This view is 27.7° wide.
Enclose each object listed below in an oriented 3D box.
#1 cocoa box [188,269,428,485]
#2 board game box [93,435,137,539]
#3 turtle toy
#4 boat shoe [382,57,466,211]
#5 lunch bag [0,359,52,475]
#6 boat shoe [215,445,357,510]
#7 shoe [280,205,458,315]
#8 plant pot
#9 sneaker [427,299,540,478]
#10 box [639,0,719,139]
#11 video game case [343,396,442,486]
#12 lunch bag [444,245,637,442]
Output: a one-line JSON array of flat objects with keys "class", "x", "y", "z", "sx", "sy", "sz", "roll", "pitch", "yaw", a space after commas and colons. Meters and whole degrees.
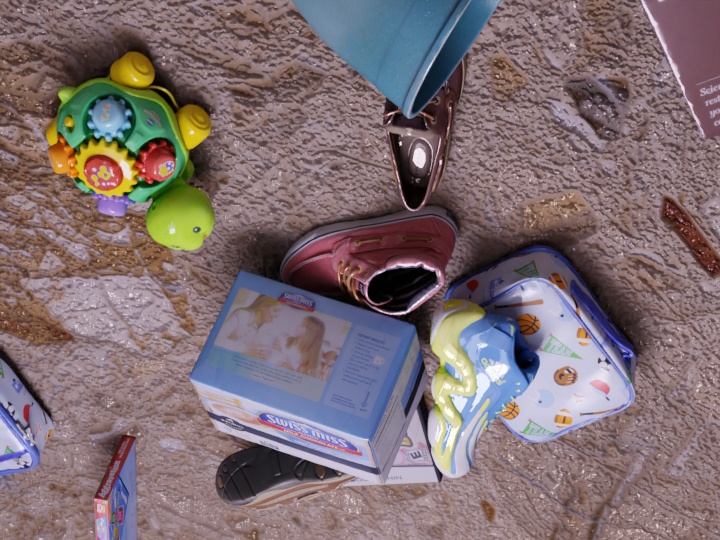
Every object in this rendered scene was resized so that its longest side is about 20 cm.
[{"class": "cocoa box", "x": -0.049, "y": 0.108, "z": 1.469, "sx": 0.198, "sy": 0.134, "sz": 0.132, "roll": 17, "pitch": 156, "yaw": 17}, {"class": "board game box", "x": -0.292, "y": 0.306, "z": 1.749, "sx": 0.019, "sy": 0.103, "sz": 0.201, "roll": 10, "pitch": 129, "yaw": 5}, {"class": "turtle toy", "x": -0.218, "y": -0.104, "z": 1.412, "sx": 0.200, "sy": 0.102, "sz": 0.145, "roll": 42, "pitch": 125, "yaw": -19}, {"class": "boat shoe", "x": 0.054, "y": -0.145, "z": 1.332, "sx": 0.071, "sy": 0.072, "sz": 0.201, "roll": 9, "pitch": 128, "yaw": 6}, {"class": "lunch bag", "x": -0.465, "y": 0.182, "z": 1.705, "sx": 0.198, "sy": 0.076, "sz": 0.161, "roll": -12, "pitch": 126, "yaw": 23}, {"class": "boat shoe", "x": -0.061, "y": 0.217, "z": 1.620, "sx": 0.198, "sy": 0.076, "sz": 0.074, "roll": -15, "pitch": 150, "yaw": 14}, {"class": "shoe", "x": 0.000, "y": 0.000, "z": 1.447, "sx": 0.198, "sy": 0.091, "sz": 0.072, "roll": -15, "pitch": 123, "yaw": 24}, {"class": "plant pot", "x": 0.019, "y": -0.259, "z": 1.185, "sx": 0.187, "sy": 0.200, "sz": 0.201, "roll": 34, "pitch": 129, "yaw": 4}, {"class": "sneaker", "x": 0.122, "y": 0.125, "z": 1.429, "sx": 0.104, "sy": 0.076, "sz": 0.202, "roll": 6, "pitch": 123, "yaw": 17}, {"class": "box", "x": 0.309, "y": -0.241, "z": 1.114, "sx": 0.165, "sy": 0.201, "sz": 0.165, "roll": -17, "pitch": 122, "yaw": 26}, {"class": "video game case", "x": -0.015, "y": 0.162, "z": 1.620, "sx": 0.179, "sy": 0.026, "sz": 0.201, "roll": -5, "pitch": 126, "yaw": 17}, {"class": "lunch bag", "x": 0.186, "y": 0.077, "z": 1.475, "sx": 0.159, "sy": 0.076, "sz": 0.200, "roll": -28, "pitch": 116, "yaw": 28}]
